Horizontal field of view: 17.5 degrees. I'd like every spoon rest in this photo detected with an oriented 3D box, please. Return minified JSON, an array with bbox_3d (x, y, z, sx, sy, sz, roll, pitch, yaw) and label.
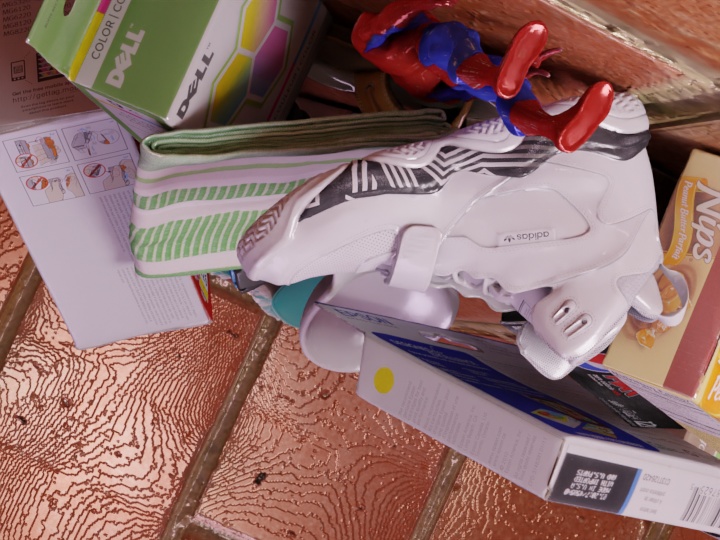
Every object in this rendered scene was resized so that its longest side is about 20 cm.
[{"bbox_3d":[0.000,0.000,1.353,0.200,0.099,0.061,69,-178,-51],"label":"spoon rest"}]

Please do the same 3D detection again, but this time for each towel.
[{"bbox_3d":[-0.039,-0.035,1.166,0.152,0.023,0.200,-5,166,-10],"label":"towel"}]

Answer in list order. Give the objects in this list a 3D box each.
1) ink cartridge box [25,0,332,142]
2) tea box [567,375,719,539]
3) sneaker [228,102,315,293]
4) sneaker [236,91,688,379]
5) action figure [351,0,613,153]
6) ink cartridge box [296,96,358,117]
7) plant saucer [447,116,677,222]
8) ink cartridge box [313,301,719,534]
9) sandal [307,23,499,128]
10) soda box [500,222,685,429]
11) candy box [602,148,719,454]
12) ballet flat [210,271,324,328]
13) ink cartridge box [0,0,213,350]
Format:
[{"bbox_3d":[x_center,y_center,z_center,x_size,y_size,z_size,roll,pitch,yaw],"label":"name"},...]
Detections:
[{"bbox_3d":[-0.081,-0.115,1.114,0.059,0.104,0.200,23,174,17],"label":"ink cartridge box"},{"bbox_3d":[0.257,0.111,1.589,0.196,0.134,0.200,26,174,-22],"label":"tea box"},{"bbox_3d":[-0.053,-0.078,1.351,0.200,0.082,0.073,82,169,-46],"label":"sneaker"},{"bbox_3d":[0.050,-0.002,1.062,0.199,0.115,0.075,-17,170,-7],"label":"sneaker"},{"bbox_3d":[0.046,-0.096,1.038,0.065,0.052,0.200,33,176,-25],"label":"action figure"},{"bbox_3d":[0.023,-0.047,1.476,0.116,0.068,0.200,30,173,-42],"label":"ink cartridge box"},{"bbox_3d":[0.101,-0.027,1.287,0.200,0.037,0.200,15,165,4],"label":"plant saucer"},{"bbox_3d":[0.095,0.085,1.327,0.200,0.047,0.197,25,-172,42],"label":"ink cartridge box"},{"bbox_3d":[0.026,-0.085,1.184,0.080,0.054,0.200,29,173,-36],"label":"sandal"},{"bbox_3d":[0.141,0.024,1.215,0.063,0.071,0.200,0,162,26],"label":"soda box"},{"bbox_3d":[0.198,0.029,1.178,0.055,0.116,0.200,19,172,31],"label":"candy box"},{"bbox_3d":[-0.058,-0.018,1.516,0.072,0.072,0.200,22,173,24],"label":"ballet flat"},{"bbox_3d":[-0.149,-0.087,1.290,0.084,0.176,0.200,-12,145,4],"label":"ink cartridge box"}]
